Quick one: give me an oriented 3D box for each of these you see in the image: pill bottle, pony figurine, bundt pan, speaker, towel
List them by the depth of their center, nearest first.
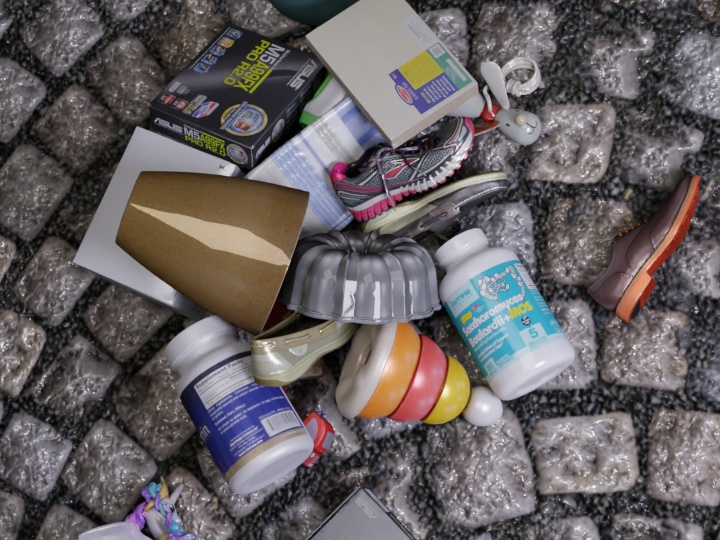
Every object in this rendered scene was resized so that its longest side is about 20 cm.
[{"bbox_3d":[0.000,0.000,1.507,0.201,0.202,0.076,6,104,14],"label":"bundt pan"},{"bbox_3d":[-0.152,0.160,1.519,0.116,0.116,0.200,-34,71,3],"label":"pill bottle"},{"bbox_3d":[0.168,0.049,1.529,0.111,0.111,0.200,-31,72,4],"label":"pill bottle"},{"bbox_3d":[-0.267,0.371,1.545,0.193,0.167,0.200,-23,66,-27],"label":"pony figurine"},{"bbox_3d":[-0.044,-0.123,1.615,0.200,0.147,0.024,-39,30,2],"label":"towel"},{"bbox_3d":[0.005,-0.255,1.647,0.088,0.088,0.200,34,86,17],"label":"speaker"}]

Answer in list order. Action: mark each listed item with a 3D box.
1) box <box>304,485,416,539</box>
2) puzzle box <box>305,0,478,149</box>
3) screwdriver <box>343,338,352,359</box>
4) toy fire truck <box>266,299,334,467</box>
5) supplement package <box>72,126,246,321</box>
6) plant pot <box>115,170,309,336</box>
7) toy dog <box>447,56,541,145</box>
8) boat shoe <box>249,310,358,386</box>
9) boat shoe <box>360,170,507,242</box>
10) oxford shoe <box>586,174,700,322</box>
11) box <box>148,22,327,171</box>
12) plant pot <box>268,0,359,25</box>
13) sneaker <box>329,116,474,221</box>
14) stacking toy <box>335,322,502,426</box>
[{"bbox_3d":[0.015,0.387,1.514,0.158,0.051,0.200,-45,72,1],"label":"box"},{"bbox_3d":[0.038,-0.258,1.566,0.133,0.025,0.200,-33,65,-7],"label":"puzzle box"},{"bbox_3d":[-0.024,0.057,1.607,0.028,0.029,0.201,-20,80,7],"label":"screwdriver"},{"bbox_3d":[-0.094,0.138,1.598,0.200,0.049,0.141,40,88,18],"label":"toy fire truck"},{"bbox_3d":[-0.254,-0.061,1.648,0.155,0.111,0.201,22,82,16],"label":"supplement package"},{"bbox_3d":[-0.185,-0.040,1.502,0.199,0.186,0.187,20,81,-7],"label":"plant pot"},{"bbox_3d":[0.134,-0.229,1.608,0.199,0.096,0.132,4,78,13],"label":"toy dog"},{"bbox_3d":[-0.066,0.068,1.516,0.073,0.201,0.063,7,119,35],"label":"boat shoe"},{"bbox_3d":[0.100,-0.068,1.595,0.200,0.072,0.066,-21,82,14],"label":"boat shoe"},{"bbox_3d":[0.350,-0.039,1.532,0.072,0.071,0.200,31,85,22],"label":"oxford shoe"},{"bbox_3d":[-0.159,-0.234,1.654,0.160,0.044,0.200,23,53,17],"label":"box"},{"bbox_3d":[-0.062,-0.451,1.684,0.199,0.135,0.201,-3,77,12],"label":"plant pot"},{"bbox_3d":[0.053,-0.135,1.559,0.200,0.081,0.075,-30,117,20],"label":"sneaker"},{"bbox_3d":[0.082,0.141,1.528,0.199,0.146,0.147,23,82,-13],"label":"stacking toy"}]
